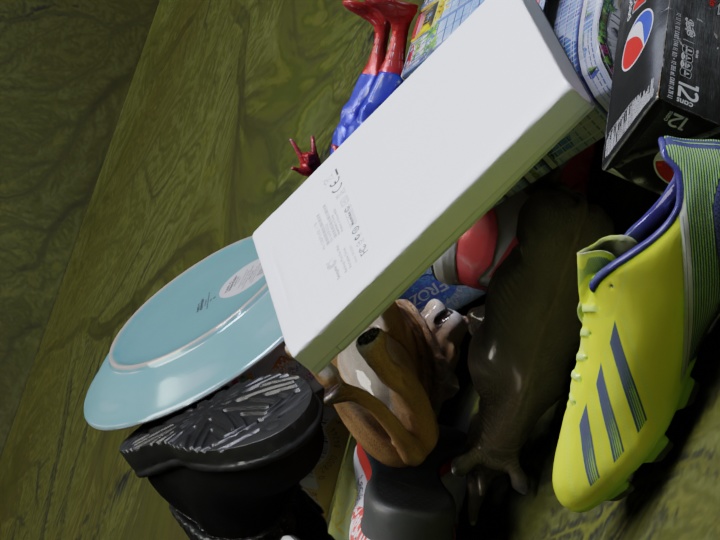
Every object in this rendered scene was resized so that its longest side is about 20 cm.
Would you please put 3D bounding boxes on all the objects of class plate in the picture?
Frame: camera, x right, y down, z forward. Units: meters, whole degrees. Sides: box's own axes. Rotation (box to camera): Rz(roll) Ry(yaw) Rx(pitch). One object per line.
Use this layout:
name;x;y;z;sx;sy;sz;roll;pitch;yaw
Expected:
plate;-0.092;0.026;1.825;0.200;0.026;0.200;-31;18;11

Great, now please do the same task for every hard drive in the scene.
hard drive;0.029;-0.051;1.555;0.200;0.026;0.132;-44;29;14

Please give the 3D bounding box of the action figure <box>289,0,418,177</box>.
action figure;-0.008;-0.058;1.736;0.065;0.052;0.200;-176;93;-67

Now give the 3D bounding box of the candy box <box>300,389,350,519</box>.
candy box;-0.047;0.144;1.901;0.117;0.056;0.200;-81;4;-67

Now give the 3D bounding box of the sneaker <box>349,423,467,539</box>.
sneaker;0.021;0.155;1.678;0.201;0.067;0.108;-78;-2;-77

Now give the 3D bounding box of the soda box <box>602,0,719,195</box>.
soda box;0.172;-0.128;1.505;0.063;0.071;0.200;128;160;-48

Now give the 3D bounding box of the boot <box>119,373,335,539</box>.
boot;-0.045;0.144;1.720;0.079;0.158;0.211;-36;10;-20

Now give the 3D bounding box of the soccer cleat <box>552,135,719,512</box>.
soccer cleat;0.129;0.023;1.409;0.065;0.084;0.200;-95;29;-63

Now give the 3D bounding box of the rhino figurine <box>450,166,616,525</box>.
rhino figurine;0.087;0.044;1.607;0.087;0.060;0.200;-117;44;-76

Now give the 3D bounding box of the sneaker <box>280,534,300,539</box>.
sneaker;-0.071;0.252;1.644;0.076;0.115;0.201;-155;55;-69

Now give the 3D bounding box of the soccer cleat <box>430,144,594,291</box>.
soccer cleat;0.108;-0.062;1.719;0.200;0.073;0.068;-59;-27;-36

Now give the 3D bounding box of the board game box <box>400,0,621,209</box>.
board game box;0.111;-0.139;1.639;0.200;0.062;0.200;-34;24;34

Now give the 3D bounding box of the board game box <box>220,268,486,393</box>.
board game box;0.000;0.000;1.848;0.199;0.043;0.200;-30;19;5

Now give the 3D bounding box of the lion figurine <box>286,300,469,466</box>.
lion figurine;0.013;0.061;1.639;0.072;0.123;0.200;-24;24;16

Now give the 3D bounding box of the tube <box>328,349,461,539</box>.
tube;0.008;0.133;1.824;0.058;0.052;0.200;4;-75;-62
